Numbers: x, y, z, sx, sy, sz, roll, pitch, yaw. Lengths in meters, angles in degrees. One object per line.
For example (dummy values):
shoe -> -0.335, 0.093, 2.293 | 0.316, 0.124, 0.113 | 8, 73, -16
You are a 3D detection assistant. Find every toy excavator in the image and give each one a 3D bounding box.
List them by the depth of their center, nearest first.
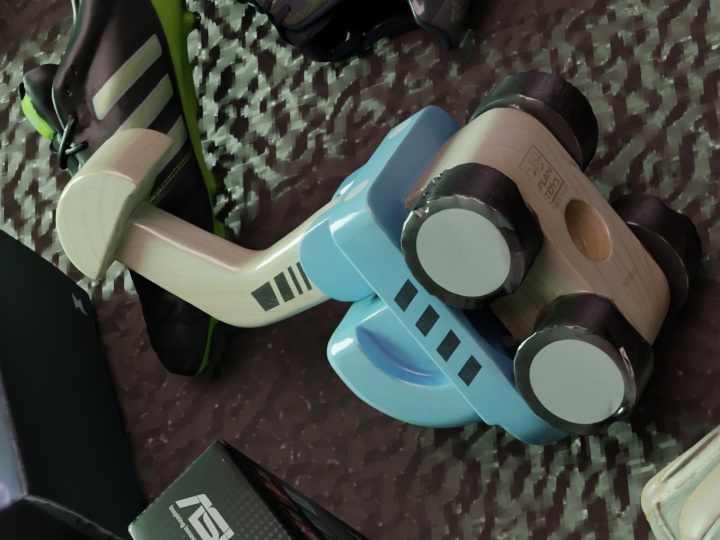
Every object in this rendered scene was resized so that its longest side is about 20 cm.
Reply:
toy excavator -> 0.000, 0.000, 0.878 | 0.199, 0.195, 0.100 | -33, 15, 36

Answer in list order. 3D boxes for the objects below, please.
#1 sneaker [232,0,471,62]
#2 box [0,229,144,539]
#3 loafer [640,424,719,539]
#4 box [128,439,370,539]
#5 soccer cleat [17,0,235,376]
sneaker -> -0.034, -0.134, 1.003 | 0.199, 0.074, 0.082 | 0, 72, 31
box -> -0.205, 0.093, 0.970 | 0.199, 0.104, 0.149 | -30, 56, 14
loafer -> 0.179, 0.033, 0.813 | 0.200, 0.072, 0.063 | -47, 47, 5
box -> 0.024, 0.153, 0.758 | 0.044, 0.200, 0.160 | -44, 54, 3
soccer cleat -> -0.102, -0.052, 0.971 | 0.080, 0.067, 0.202 | -7, 84, -17
